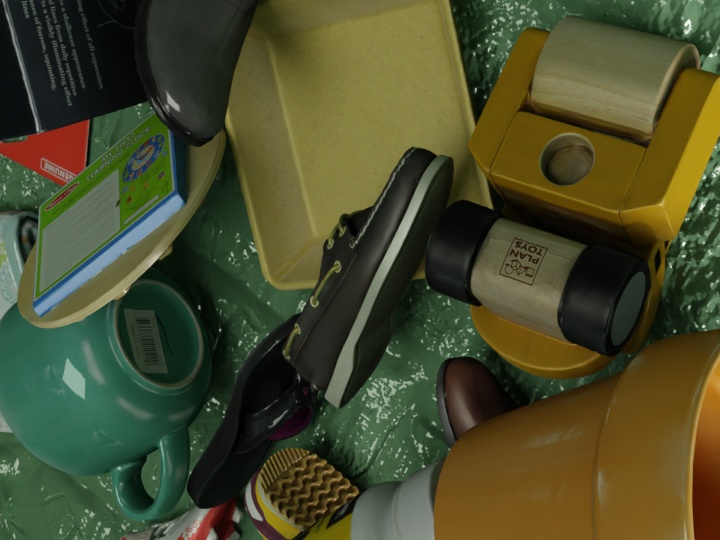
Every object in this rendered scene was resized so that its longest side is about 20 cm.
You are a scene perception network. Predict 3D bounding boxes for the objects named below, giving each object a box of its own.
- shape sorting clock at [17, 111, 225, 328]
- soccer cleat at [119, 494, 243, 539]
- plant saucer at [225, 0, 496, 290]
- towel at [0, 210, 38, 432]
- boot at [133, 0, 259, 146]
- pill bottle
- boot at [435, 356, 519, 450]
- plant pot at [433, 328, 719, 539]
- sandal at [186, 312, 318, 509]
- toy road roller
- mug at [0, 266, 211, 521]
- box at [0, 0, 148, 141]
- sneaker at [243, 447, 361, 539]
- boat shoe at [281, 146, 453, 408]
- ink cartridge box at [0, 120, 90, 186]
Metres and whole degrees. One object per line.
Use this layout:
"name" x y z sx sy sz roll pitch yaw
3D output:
"shape sorting clock" -0.172 -0.040 0.962 0.199 0.201 0.039 -16 135 38
"soccer cleat" -0.164 0.238 1.123 0.085 0.069 0.201 38 129 12
"plant saucer" 0.002 -0.095 0.896 0.198 0.048 0.202 -5 104 37
"towel" -0.321 0.049 1.175 0.170 0.048 0.202 -3 105 35
"boot" -0.071 -0.186 0.842 0.131 0.070 0.202 -16 63 33
"pill bottle" 0.007 0.210 0.879 0.200 0.114 0.115 -38 84 29
"boot" 0.162 0.104 0.845 0.199 0.068 0.189 -32 87 37
"plant pot" 0.148 0.140 0.748 0.182 0.200 0.202 -10 101 40
"sandal" -0.066 0.113 0.998 0.048 0.075 0.201 46 127 26
"toy road roller" 0.136 -0.034 0.800 0.122 0.146 0.202 20 80 28
"mug" -0.178 0.078 1.027 0.114 0.153 0.185 -27 117 36
"box" -0.201 -0.179 0.910 0.106 0.199 0.150 -5 104 36
"sneaker" -0.005 0.221 1.011 0.200 0.075 0.090 46 149 7
"boat shoe" 0.000 0.000 0.857 0.060 0.072 0.202 34 126 15
"ink cartridge box" -0.299 -0.170 1.083 0.199 0.043 0.175 26 119 25
